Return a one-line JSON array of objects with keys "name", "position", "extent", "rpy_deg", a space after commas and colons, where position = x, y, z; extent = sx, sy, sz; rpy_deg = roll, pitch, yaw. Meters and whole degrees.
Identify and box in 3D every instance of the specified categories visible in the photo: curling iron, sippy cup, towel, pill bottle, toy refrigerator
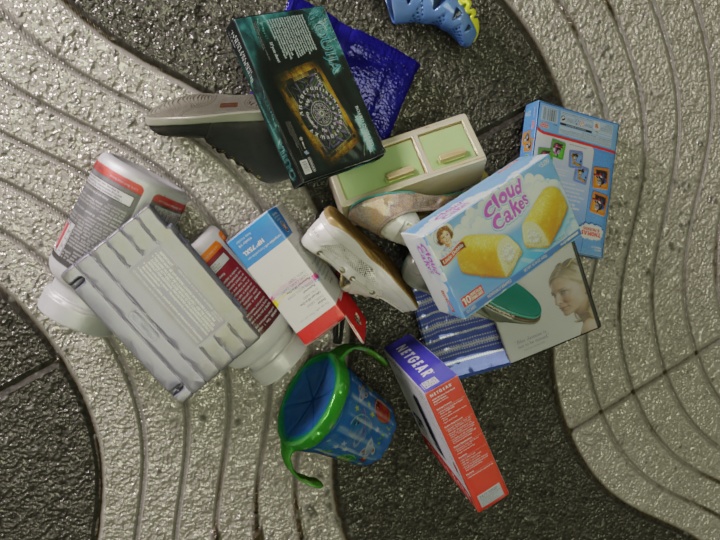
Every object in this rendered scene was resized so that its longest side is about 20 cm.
[{"name": "curling iron", "position": [-0.035, 0.003, 0.881], "extent": [0.049, 0.026, 0.203], "rpy_deg": [-4, 100, -10]}, {"name": "sippy cup", "position": [-0.025, 0.203, 0.870], "extent": [0.130, 0.140, 0.178], "rpy_deg": [35, 114, -26]}, {"name": "towel", "position": [-0.031, -0.252, 0.827], "extent": [0.198, 0.050, 0.149], "rpy_deg": [22, 95, -16]}, {"name": "pill bottle", "position": [-0.304, -0.030, 0.764], "extent": [0.115, 0.116, 0.202], "rpy_deg": [27, 92, -16]}, {"name": "pill bottle", "position": [-0.164, 0.050, 0.812], "extent": [0.113, 0.113, 0.200], "rpy_deg": [-42, 105, -4]}, {"name": "towel", "position": [0.152, 0.064, 0.906], "extent": [0.143, 0.024, 0.202], "rpy_deg": [-15, 110, 4]}, {"name": "toy refrigerator", "position": [0.059, -0.133, 0.829], "extent": [0.198, 0.070, 0.077], "rpy_deg": [-18, 69, -5]}]

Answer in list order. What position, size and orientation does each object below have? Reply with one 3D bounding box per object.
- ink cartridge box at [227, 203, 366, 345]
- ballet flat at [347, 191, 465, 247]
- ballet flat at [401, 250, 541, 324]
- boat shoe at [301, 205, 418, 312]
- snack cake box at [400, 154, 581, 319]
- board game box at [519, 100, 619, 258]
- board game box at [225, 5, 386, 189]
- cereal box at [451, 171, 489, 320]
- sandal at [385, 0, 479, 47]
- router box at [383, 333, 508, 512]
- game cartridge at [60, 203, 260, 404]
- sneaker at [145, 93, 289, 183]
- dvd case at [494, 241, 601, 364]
[{"name": "ink cartridge box", "position": [-0.075, 0.017, 0.810], "extent": [0.067, 0.116, 0.201], "rpy_deg": [-35, 98, 8]}, {"name": "ballet flat", "position": [0.081, -0.064, 0.809], "extent": [0.198, 0.068, 0.068], "rpy_deg": [-8, 62, -24]}, {"name": "ballet flat", "position": [0.147, 0.027, 0.845], "extent": [0.198, 0.064, 0.068], "rpy_deg": [26, 48, -6]}, {"name": "boat shoe", "position": [0.000, 0.000, 0.824], "extent": [0.069, 0.071, 0.200], "rpy_deg": [-39, 122, 12]}, {"name": "snack cake box", "position": [0.164, -0.045, 0.774], "extent": [0.199, 0.067, 0.116], "rpy_deg": [-33, 107, -16]}, {"name": "board game box", "position": [0.298, -0.128, 0.911], "extent": [0.149, 0.037, 0.203], "rpy_deg": [8, 88, -22]}, {"name": "board game box", "position": [-0.061, -0.212, 0.752], "extent": [0.134, 0.028, 0.202], "rpy_deg": [-24, 92, -34]}, {"name": "cereal box", "position": [0.166, -0.046, 0.914], "extent": [0.144, 0.040, 0.200], "rpy_deg": [-43, 107, -2]}, {"name": "sandal", "position": [0.069, -0.359, 0.824], "extent": [0.199, 0.080, 0.087], "rpy_deg": [37, 93, -8]}, {"name": "router box", "position": [0.110, 0.199, 0.860], "extent": [0.048, 0.200, 0.181], "rpy_deg": [-26, 103, -7]}, {"name": "game cartridge", "position": [-0.223, 0.039, 0.721], "extent": [0.129, 0.038, 0.201], "rpy_deg": [-40, 106, -9]}, {"name": "sneaker", "position": [-0.168, -0.162, 0.798], "extent": [0.197, 0.075, 0.107], "rpy_deg": [-1, 127, 3]}, {"name": "dvd case", "position": [0.245, 0.021, 0.879], "extent": [0.141, 0.018, 0.202], "rpy_deg": [-23, 108, 5]}]
